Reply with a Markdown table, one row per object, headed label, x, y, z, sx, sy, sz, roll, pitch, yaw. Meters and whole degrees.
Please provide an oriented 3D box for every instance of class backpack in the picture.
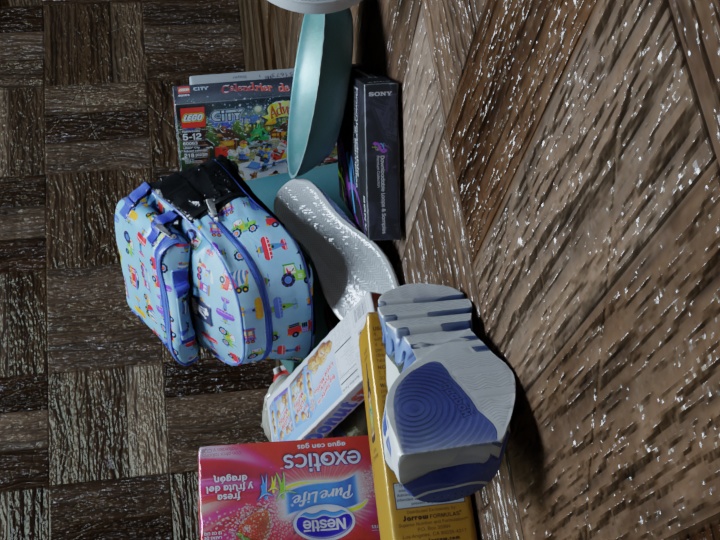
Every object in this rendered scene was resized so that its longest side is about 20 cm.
| label | x | y | z | sx | sy | sz | roll | pitch | yaw |
| --- | --- | --- | --- | --- | --- | --- | --- | --- | --- |
| backpack | -0.134 | 0.011 | 1.013 | 0.200 | 0.135 | 0.183 | 41 | 141 | 39 |

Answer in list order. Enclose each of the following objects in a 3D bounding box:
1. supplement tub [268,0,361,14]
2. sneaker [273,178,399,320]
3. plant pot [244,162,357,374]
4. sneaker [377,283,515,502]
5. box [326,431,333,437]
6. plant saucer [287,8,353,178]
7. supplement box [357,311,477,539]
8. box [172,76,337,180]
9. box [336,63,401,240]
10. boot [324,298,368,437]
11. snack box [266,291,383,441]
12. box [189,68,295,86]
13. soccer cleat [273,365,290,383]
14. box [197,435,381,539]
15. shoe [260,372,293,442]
| label | x | y | z | sx | sy | sz | roll | pitch | yaw |
| --- | --- | --- | --- | --- | --- | --- | --- | --- | --- |
| supplement tub | -0.031 | -0.307 | 0.783 | 0.200 | 0.140 | 0.140 | 102 | 161 | -63 |
| sneaker | 0.000 | 0.000 | 1.031 | 0.200 | 0.074 | 0.116 | 57 | -170 | 30 |
| plant pot | -0.059 | 0.007 | 1.175 | 0.141 | 0.141 | 0.200 | 104 | 153 | -66 |
| sneaker | 0.054 | 0.100 | 0.679 | 0.199 | 0.081 | 0.115 | -96 | 1 | -65 |
| box | -0.006 | 0.247 | 1.035 | 0.200 | 0.106 | 0.152 | -105 | 14 | -54 |
| plant saucer | -0.039 | -0.188 | 1.023 | 0.200 | 0.036 | 0.200 | -173 | 90 | -78 |
| supplement box | 0.042 | 0.132 | 0.790 | 0.067 | 0.069 | 0.200 | 110 | 152 | -69 |
| box | -0.106 | -0.149 | 1.173 | 0.137 | 0.200 | 0.038 | 93 | 167 | -44 |
| box | 0.005 | -0.120 | 1.005 | 0.200 | 0.036 | 0.143 | -124 | 31 | -72 |
| boot | -0.012 | 0.098 | 1.026 | 0.200 | 0.075 | 0.097 | -112 | 41 | -61 |
| snack box | -0.029 | 0.104 | 0.954 | 0.200 | 0.024 | 0.072 | -48 | 42 | 40 |
| box | -0.114 | -0.145 | 1.298 | 0.200 | 0.184 | 0.105 | 96 | 165 | -55 |
| soccer cleat | -0.047 | 0.152 | 1.266 | 0.200 | 0.069 | 0.085 | 30 | -138 | -71 |
| box | -0.032 | 0.199 | 0.858 | 0.100 | 0.200 | 0.096 | 99 | 166 | -58 |
| shoe | -0.088 | 0.156 | 1.147 | 0.053 | 0.070 | 0.200 | 37 | 158 | 13 |
